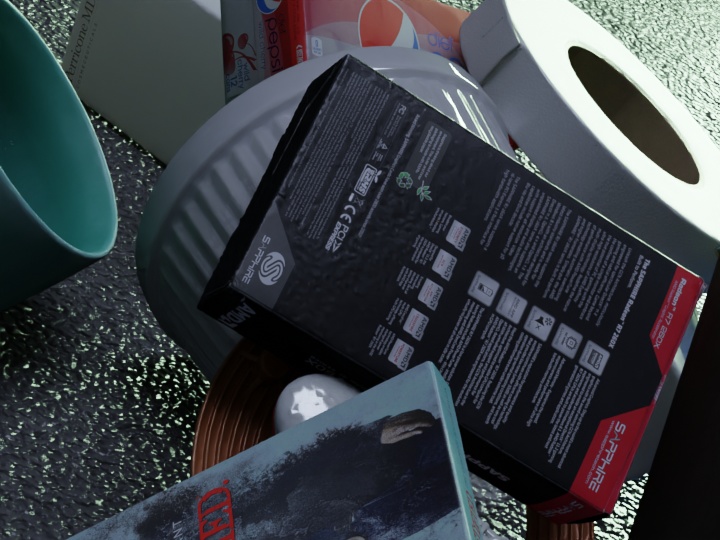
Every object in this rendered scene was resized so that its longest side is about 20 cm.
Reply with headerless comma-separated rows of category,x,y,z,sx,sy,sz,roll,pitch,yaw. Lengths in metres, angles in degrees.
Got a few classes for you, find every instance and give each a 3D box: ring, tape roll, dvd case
ring,0.020,0.099,1.055,0.200,0.019,0.201,10,67,-23
tape roll,0.135,-0.074,1.284,0.203,0.037,0.203,38,22,-19
dvd case,-0.047,0.123,0.926,0.022,0.200,0.146,56,13,-30

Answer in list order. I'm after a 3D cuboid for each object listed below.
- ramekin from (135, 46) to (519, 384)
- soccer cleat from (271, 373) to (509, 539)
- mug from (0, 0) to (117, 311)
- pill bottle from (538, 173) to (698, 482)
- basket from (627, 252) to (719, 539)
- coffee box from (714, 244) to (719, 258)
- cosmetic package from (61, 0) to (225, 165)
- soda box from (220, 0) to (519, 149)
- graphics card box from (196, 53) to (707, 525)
ramekin,0.000,0.000,1.169,0.200,0.200,0.105,2,41,-36
soccer cleat,0.036,0.124,0.991,0.069,0.085,0.200,-29,85,-33
mug,-0.213,-0.063,1.150,0.185,0.114,0.152,62,15,-6
pill bottle,0.127,0.026,1.301,0.113,0.113,0.200,20,26,-4
basket,0.204,0.100,1.120,0.136,0.200,0.180,-2,36,-39
coffee box,0.265,0.058,1.232,0.123,0.044,0.200,-21,84,-55
cosmetic package,-0.075,-0.112,1.416,0.200,0.108,0.085,35,30,27
soda box,0.015,-0.110,1.305,0.200,0.063,0.070,10,70,-47
graphics card box,0.042,0.011,1.053,0.200,0.126,0.051,31,-21,-15
